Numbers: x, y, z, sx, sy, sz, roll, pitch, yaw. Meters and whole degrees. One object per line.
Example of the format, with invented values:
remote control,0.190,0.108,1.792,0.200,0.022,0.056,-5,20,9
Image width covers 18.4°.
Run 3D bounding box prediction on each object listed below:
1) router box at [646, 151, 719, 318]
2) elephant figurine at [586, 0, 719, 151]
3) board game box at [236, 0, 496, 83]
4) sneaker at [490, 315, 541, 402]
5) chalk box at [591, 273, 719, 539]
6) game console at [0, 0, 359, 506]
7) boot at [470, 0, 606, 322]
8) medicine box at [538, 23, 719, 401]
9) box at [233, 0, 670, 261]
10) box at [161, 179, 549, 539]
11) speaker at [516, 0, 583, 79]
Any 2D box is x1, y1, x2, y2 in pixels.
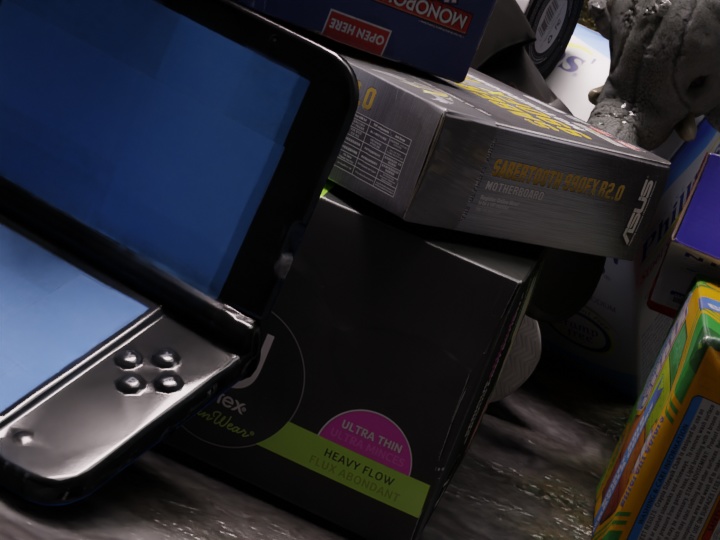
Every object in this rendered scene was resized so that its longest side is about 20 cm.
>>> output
router box,0.247,0.019,1.113,0.199,0.049,0.180,23,-9,9
elephant figurine,0.165,-0.125,1.074,0.141,0.156,0.200,-18,-2,21
board game box,-0.069,-0.158,0.954,0.199,0.062,0.200,17,10,-28
sneaker,0.001,0.000,1.198,0.199,0.081,0.115,29,8,-5
chalk box,0.184,0.087,1.020,0.123,0.125,0.200,23,11,2
game console,-0.129,-0.034,0.845,0.199,0.119,0.170,28,42,26
boot,0.039,-0.068,1.146,0.069,0.201,0.174,-23,8,-26
medicine box,0.108,-0.048,1.284,0.182,0.103,0.200,28,-24,23
box,0.011,-0.070,0.966,0.158,0.049,0.200,9,15,-47
box,-0.007,0.017,0.974,0.148,0.125,0.200,23,11,5
speaker,0.018,-0.169,1.208,0.199,0.082,0.081,26,12,23
